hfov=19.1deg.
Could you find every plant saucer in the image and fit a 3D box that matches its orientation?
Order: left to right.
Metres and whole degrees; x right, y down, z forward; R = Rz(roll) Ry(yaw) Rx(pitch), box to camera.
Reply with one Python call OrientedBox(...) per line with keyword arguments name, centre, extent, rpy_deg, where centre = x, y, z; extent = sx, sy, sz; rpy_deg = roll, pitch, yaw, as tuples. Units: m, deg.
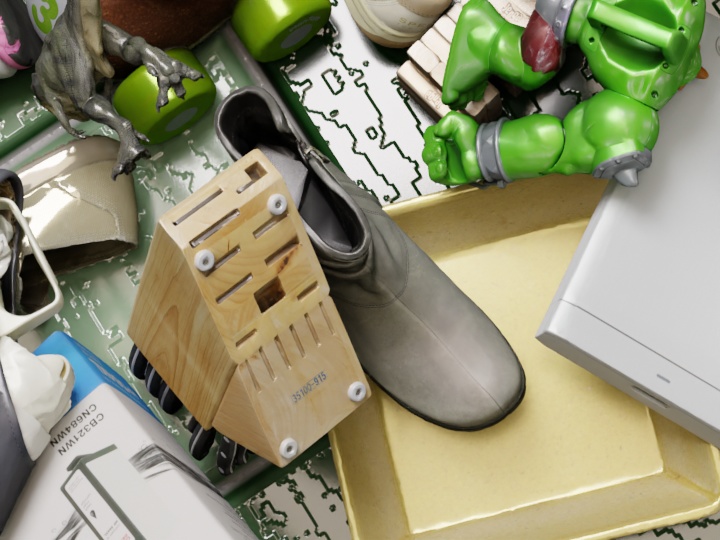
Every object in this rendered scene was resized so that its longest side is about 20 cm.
OrientedBox(name="plant saucer", centre=(0.078, 0.054, 1.149), extent=(0.198, 0.048, 0.202), rpy_deg=(-14, 80, 4))

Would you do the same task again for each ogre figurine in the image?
OrientedBox(name="ogre figurine", centre=(0.116, -0.125, 1.089), extent=(0.119, 0.098, 0.201), rpy_deg=(25, 74, 24))

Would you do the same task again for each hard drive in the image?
OrientedBox(name="hard drive", centre=(0.190, -0.020, 1.121), extent=(0.131, 0.027, 0.201), rpy_deg=(30, 71, -6))

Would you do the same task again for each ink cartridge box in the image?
OrientedBox(name="ink cartridge box", centre=(-0.138, 0.155, 1.107), extent=(0.146, 0.084, 0.200), rpy_deg=(-43, 58, -2))

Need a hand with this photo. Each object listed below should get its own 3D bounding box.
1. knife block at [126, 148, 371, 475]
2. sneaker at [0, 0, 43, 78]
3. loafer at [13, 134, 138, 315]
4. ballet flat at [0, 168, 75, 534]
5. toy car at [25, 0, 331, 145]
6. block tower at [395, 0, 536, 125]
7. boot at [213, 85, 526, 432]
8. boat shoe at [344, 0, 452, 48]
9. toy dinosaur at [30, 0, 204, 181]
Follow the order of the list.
OrientedBox(name="knife block", centre=(-0.081, 0.020, 1.095), extent=(0.064, 0.201, 0.175), rpy_deg=(-38, 35, -23))
OrientedBox(name="sneaker", centre=(-0.265, -0.178, 1.204), extent=(0.086, 0.080, 0.201), rpy_deg=(-35, 74, 11))
OrientedBox(name="loafer", centre=(-0.207, -0.001, 1.171), extent=(0.199, 0.076, 0.069), rpy_deg=(-31, 74, 0))
OrientedBox(name="ballet flat", centre=(-0.182, 0.036, 1.087), extent=(0.072, 0.073, 0.202), rpy_deg=(-13, 69, 4))
OrientedBox(name="toy car", centre=(-0.120, -0.184, 1.125), extent=(0.157, 0.200, 0.165), rpy_deg=(-35, 80, 0))
OrientedBox(name="block tower", centre=(0.109, -0.158, 1.173), extent=(0.058, 0.054, 0.200), rpy_deg=(44, 89, 9))
OrientedBox(name="boot", centre=(0.000, 0.000, 1.074), extent=(0.068, 0.131, 0.200), rpy_deg=(-43, 80, -1))
OrientedBox(name="boat shoe", centre=(-0.003, -0.223, 1.175), extent=(0.072, 0.065, 0.201), rpy_deg=(-19, 80, -27))
OrientedBox(name="toy dinosaur", centre=(-0.130, -0.105, 1.092), extent=(0.047, 0.200, 0.088), rpy_deg=(-36, 79, -29))
